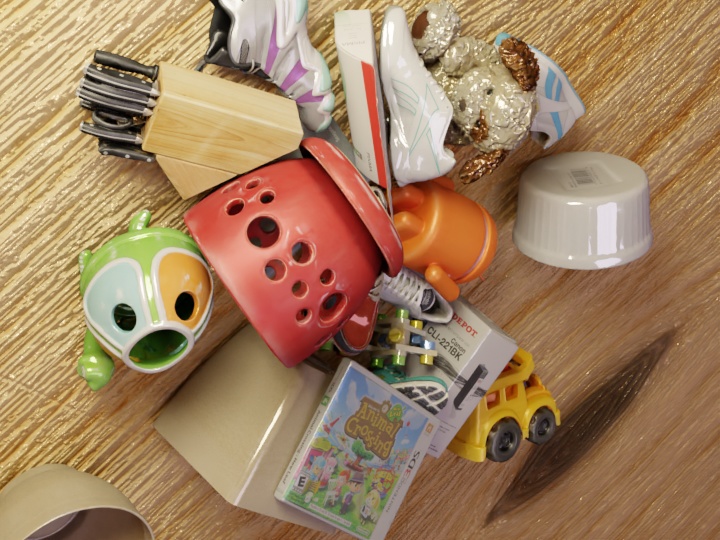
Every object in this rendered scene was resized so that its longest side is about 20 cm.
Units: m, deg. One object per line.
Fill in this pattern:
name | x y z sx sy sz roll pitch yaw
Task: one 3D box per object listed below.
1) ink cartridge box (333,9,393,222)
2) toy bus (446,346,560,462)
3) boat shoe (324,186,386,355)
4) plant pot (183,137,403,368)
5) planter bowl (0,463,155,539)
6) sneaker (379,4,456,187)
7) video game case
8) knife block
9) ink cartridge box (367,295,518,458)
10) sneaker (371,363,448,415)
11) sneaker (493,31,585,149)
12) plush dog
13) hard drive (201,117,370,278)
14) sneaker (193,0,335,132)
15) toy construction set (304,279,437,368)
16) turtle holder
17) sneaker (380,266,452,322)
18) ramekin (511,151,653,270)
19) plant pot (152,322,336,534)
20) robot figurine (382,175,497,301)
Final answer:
ink cartridge box | 0.004 -0.168 1.083 0.049 0.202 0.163 -6 130 5
toy bus | 0.214 0.177 1.543 0.197 0.135 0.196 -13 110 -34
boat shoe | 0.000 0.000 1.176 0.070 0.062 0.205 5 87 -31
plant pot | -0.066 -0.028 1.060 0.181 0.201 0.202 -37 135 -6
planter bowl | -0.359 0.316 1.163 0.197 0.135 0.203 -20 130 -26
sneaker | 0.064 -0.200 1.118 0.078 0.071 0.204 -7 110 8
video game case | 0.003 0.230 1.217 0.199 0.022 0.184 37 76 -41
knife block | -0.177 -0.168 0.984 0.197 0.065 0.177 -22 134 6
ink cartridge box | 0.107 0.137 1.403 0.083 0.144 0.201 31 97 -45
sneaker | 0.036 0.161 1.342 0.078 0.197 0.081 47 50 -31
sneaker | 0.227 -0.235 1.297 0.081 0.077 0.199 -49 134 4
plush dog | 0.141 -0.202 1.179 0.158 0.171 0.203 -3 120 -37
hard drive | -0.090 -0.091 1.172 0.200 0.033 0.140 -44 136 -6
sneaker | -0.111 -0.220 1.043 0.138 0.078 0.203 -28 121 -18
toy construction set | -0.002 0.074 1.288 0.199 0.130 0.094 36 63 -38
turtle holder | -0.244 0.042 1.062 0.182 0.133 0.142 -22 143 1
sneaker | 0.050 0.012 1.315 0.199 0.080 0.077 30 94 -44
ramekin | 0.312 -0.091 1.379 0.198 0.200 0.100 -20 122 -26
plant pot | -0.107 0.187 1.247 0.199 0.199 0.179 31 88 -45
robot figurine | 0.101 -0.048 1.282 0.198 0.144 0.118 19 113 -41
